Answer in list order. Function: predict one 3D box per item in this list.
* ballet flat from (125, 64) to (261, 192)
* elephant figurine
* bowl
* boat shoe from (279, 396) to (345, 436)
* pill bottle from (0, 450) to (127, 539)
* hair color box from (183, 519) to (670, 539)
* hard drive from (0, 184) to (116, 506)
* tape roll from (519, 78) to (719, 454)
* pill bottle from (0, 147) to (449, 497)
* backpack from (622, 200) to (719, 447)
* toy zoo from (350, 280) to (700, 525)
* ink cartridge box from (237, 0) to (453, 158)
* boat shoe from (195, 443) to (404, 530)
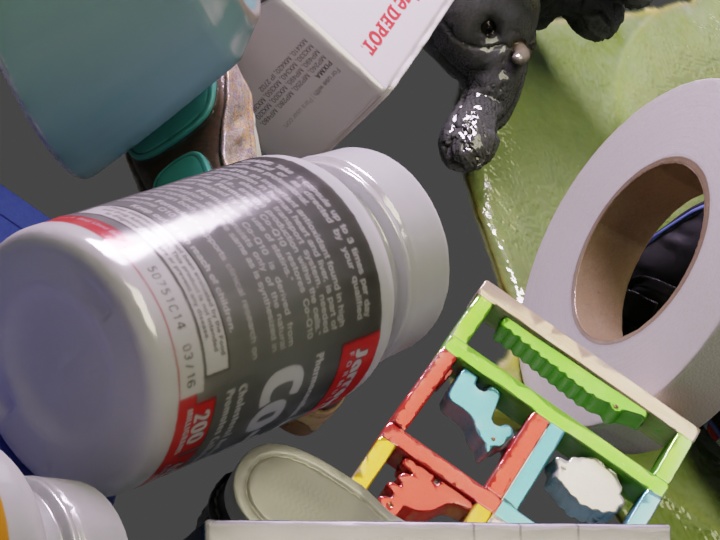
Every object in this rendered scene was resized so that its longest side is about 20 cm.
[{"bbox_3d":[-0.076,-0.046,1.275,0.067,0.068,0.201,43,30,-43],"label":"ballet flat"},{"bbox_3d":[0.076,-0.172,1.520,0.155,0.142,0.200,31,41,31],"label":"elephant figurine"},{"bbox_3d":[-0.114,-0.155,1.212,0.201,0.105,0.202,-19,90,-82],"label":"bowl"},{"bbox_3d":[0.000,0.000,1.291,0.072,0.072,0.200,41,34,-8],"label":"boat shoe"},{"bbox_3d":[-0.183,0.110,0.938,0.199,0.112,0.112,8,49,-42],"label":"pill bottle"},{"bbox_3d":[0.028,0.156,1.073,0.199,0.061,0.101,2,75,-13],"label":"hair color box"},{"bbox_3d":[-0.156,0.047,1.112,0.132,0.025,0.200,35,35,-17],"label":"hard drive"},{"bbox_3d":[0.158,-0.003,1.354,0.037,0.203,0.203,27,38,-25],"label":"tape roll"},{"bbox_3d":[-0.058,0.015,1.108,0.200,0.114,0.114,-20,71,-47],"label":"pill bottle"},{"bbox_3d":[0.262,0.038,1.461,0.154,0.200,0.191,8,51,-61],"label":"backpack"},{"bbox_3d":[0.063,0.113,1.225,0.131,0.020,0.200,35,56,2],"label":"toy zoo"},{"bbox_3d":[-0.062,-0.164,1.383,0.200,0.084,0.145,41,34,-7],"label":"ink cartridge box"},{"bbox_3d":[0.015,0.155,1.142,0.200,0.060,0.074,34,47,-6],"label":"boat shoe"}]
